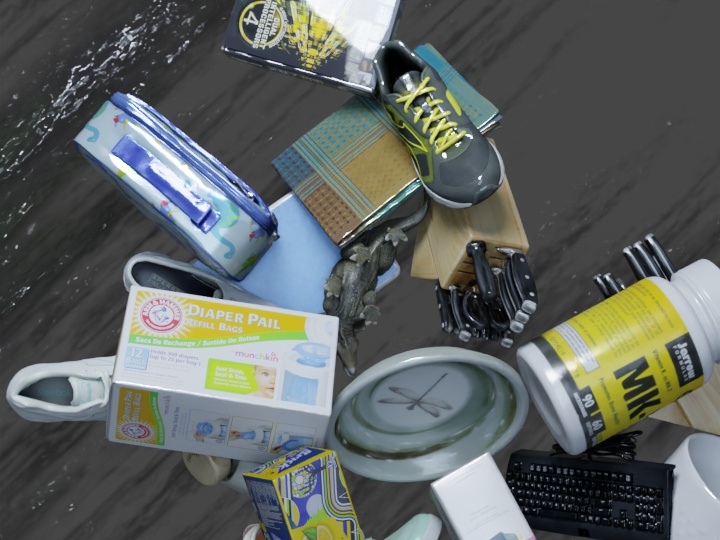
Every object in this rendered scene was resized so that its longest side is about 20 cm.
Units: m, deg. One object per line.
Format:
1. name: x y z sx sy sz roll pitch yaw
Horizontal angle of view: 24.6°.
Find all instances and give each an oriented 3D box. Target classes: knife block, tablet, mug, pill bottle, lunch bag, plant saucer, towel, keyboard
1. knife block: 0.116 -0.033 1.553 0.063 0.175 0.202 10 87 -23
2. tablet: -0.074 0.005 1.633 0.199 0.014 0.131 -35 91 -2
3. mug: 0.336 0.275 1.587 0.199 0.148 0.176 19 119 -32
4. pill bottle: 0.255 0.076 1.533 0.199 0.114 0.115 -28 90 -5
5. lunch bag: -0.169 -0.076 1.550 0.200 0.161 0.083 39 87 6
6. knife block: 0.320 0.065 1.627 0.198 0.064 0.177 14 89 -2
7. plant saucer: 0.060 0.126 1.576 0.198 0.201 0.051 -9 51 -3
8. towel: 0.024 -0.123 1.599 0.199 0.022 0.147 -38 50 -1
9. keyboard: 0.207 0.201 1.565 0.039 0.199 0.105 7 84 -44

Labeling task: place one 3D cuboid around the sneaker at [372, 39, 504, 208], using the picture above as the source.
1. sneaker: 0.061 -0.135 1.519 0.074 0.085 0.200 -37 49 2

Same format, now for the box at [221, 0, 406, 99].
1. box: -0.032 -0.284 1.614 0.160 0.049 0.202 17 87 6

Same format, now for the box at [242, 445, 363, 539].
1. box: -0.034 0.263 1.469 0.070 0.064 0.202 -22 101 -27

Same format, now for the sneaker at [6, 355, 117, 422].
1. sneaker: -0.243 0.117 1.589 0.198 0.080 0.071 -7 87 -5

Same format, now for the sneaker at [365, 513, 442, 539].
1. sneaker: -0.023 0.274 1.597 0.200 0.074 0.119 -38 95 -2

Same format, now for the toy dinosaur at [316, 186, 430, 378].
1. toy dinosaur: 0.000 0.000 1.585 0.076 0.102 0.202 21 85 -11

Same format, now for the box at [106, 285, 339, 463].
1. box: -0.127 0.099 1.519 0.198 0.102 0.113 8 52 -6

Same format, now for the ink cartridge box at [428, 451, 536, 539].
1. ink cartridge box: 0.140 0.281 1.568 0.067 0.117 0.201 -27 78 -5

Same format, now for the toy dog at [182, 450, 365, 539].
1. toy dog: -0.089 0.214 1.576 0.131 0.097 0.201 -17 64 -26

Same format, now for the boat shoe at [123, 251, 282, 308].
1. boat shoe: -0.139 0.044 1.589 0.198 0.065 0.074 23 88 -3
